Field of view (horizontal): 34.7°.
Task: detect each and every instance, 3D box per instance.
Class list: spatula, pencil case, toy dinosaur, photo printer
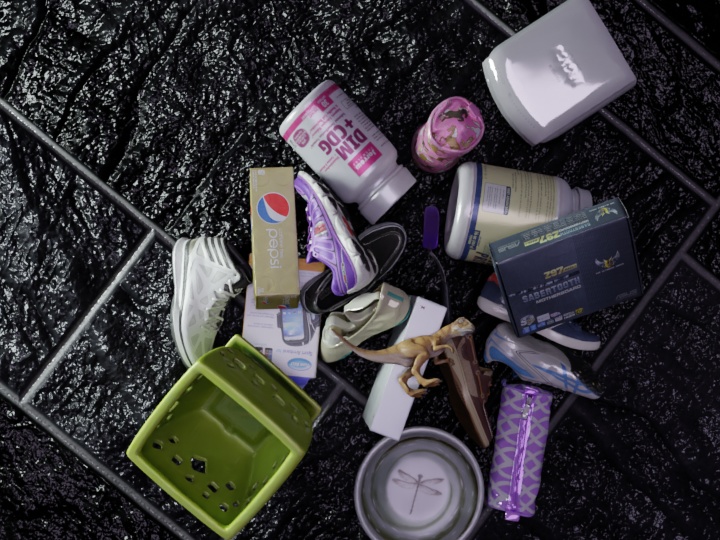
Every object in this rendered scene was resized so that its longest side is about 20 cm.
[{"bbox_3d":[0.120,0.004,1.754,0.020,0.056,0.203,-13,96,-19],"label":"spatula"},{"bbox_3d":[0.241,0.268,1.733,0.082,0.085,0.204,7,90,-6],"label":"pencil case"},{"bbox_3d":[0.065,0.119,1.601,0.197,0.061,0.108,-12,68,-9],"label":"toy dinosaur"},{"bbox_3d":[0.125,-0.195,1.677,0.081,0.200,0.088,13,87,-3],"label":"pencil case"},{"bbox_3d":[0.295,-0.299,1.750,0.198,0.069,0.168,-32,91,-3],"label":"photo printer"}]

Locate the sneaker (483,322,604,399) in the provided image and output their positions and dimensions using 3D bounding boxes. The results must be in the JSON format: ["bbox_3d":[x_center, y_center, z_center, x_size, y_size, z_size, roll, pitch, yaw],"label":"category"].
[{"bbox_3d":[0.278,0.146,1.753,0.198,0.072,0.073,26,121,-8],"label":"sneaker"}]

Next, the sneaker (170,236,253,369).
[{"bbox_3d":[-0.216,0.048,1.704,0.114,0.075,0.204,-5,87,23],"label":"sneaker"}]

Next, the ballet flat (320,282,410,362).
[{"bbox_3d":[-0.011,0.074,1.686,0.199,0.069,0.070,-34,90,38],"label":"ballet flat"}]

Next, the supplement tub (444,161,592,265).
[{"bbox_3d":[0.231,-0.075,1.707,0.197,0.145,0.148,10,89,-2],"label":"supplement tub"}]

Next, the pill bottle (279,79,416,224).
[{"bbox_3d":[-0.016,-0.174,1.714,0.113,0.113,0.200,-44,91,-2],"label":"pill bottle"}]

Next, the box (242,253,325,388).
[{"bbox_3d":[-0.119,0.080,1.744,0.117,0.041,0.204,6,91,-2],"label":"box"}]

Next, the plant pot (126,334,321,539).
[{"bbox_3d":[-0.180,0.223,1.648,0.199,0.182,0.200,41,112,0],"label":"plant pot"}]

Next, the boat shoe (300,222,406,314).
[{"bbox_3d":[0.000,0.000,1.718,0.199,0.063,0.071,-41,106,-18],"label":"boat shoe"}]

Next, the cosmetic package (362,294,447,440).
[{"bbox_3d":[0.063,0.139,1.695,0.051,0.151,0.203,20,89,-2],"label":"cosmetic package"}]

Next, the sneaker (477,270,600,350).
[{"bbox_3d":[0.279,0.054,1.742,0.197,0.075,0.086,22,93,-2],"label":"sneaker"}]

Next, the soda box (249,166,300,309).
[{"bbox_3d":[-0.127,-0.047,1.701,0.067,0.064,0.203,-2,70,-7],"label":"soda box"}]

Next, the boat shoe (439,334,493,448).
[{"bbox_3d":[0.170,0.169,1.726,0.071,0.072,0.202,-26,106,-15],"label":"boat shoe"}]

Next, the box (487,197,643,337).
[{"bbox_3d":[0.293,-0.001,1.638,0.197,0.051,0.159,-19,130,4],"label":"box"}]

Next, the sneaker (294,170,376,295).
[{"bbox_3d":[-0.054,-0.055,1.664,0.083,0.081,0.202,-31,67,12],"label":"sneaker"}]

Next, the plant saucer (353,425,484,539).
[{"bbox_3d":[0.087,0.332,1.739,0.196,0.050,0.204,0,93,-4],"label":"plant saucer"}]
